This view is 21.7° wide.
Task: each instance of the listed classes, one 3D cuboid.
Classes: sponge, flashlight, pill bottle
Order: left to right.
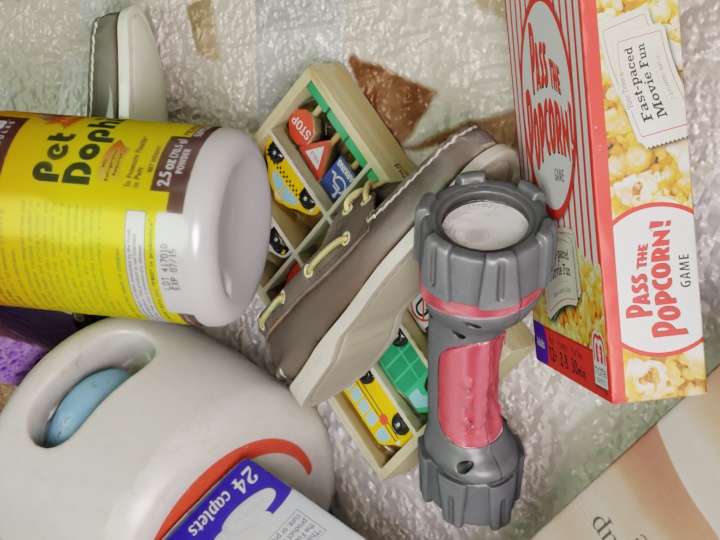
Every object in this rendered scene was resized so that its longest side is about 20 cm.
[{"bbox_3d":[-0.202,0.041,1.118,0.111,0.200,0.030,30,94,33],"label":"sponge"},{"bbox_3d":[-0.157,-0.031,1.040,0.199,0.109,0.110,5,102,16],"label":"pill bottle"},{"bbox_3d":[0.059,0.047,0.918,0.068,0.068,0.201,9,133,13],"label":"flashlight"}]

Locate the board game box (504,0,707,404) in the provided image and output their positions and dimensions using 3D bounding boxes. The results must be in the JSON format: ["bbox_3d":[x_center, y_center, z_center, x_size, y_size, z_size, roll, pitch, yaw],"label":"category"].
[{"bbox_3d":[0.110,-0.050,0.863,0.151,0.046,0.201,-152,56,-82],"label":"board game box"}]

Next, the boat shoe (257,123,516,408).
[{"bbox_3d":[0.008,-0.009,0.968,0.060,0.072,0.200,52,133,18],"label":"boat shoe"}]

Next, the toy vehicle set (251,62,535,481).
[{"bbox_3d":[0.000,0.000,1.040,0.200,0.026,0.124,56,128,20],"label":"toy vehicle set"}]

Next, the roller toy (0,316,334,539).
[{"bbox_3d":[-0.117,0.123,1.065,0.139,0.200,0.183,29,106,34],"label":"roller toy"}]

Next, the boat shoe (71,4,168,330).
[{"bbox_3d":[-0.149,-0.056,1.127,0.060,0.072,0.203,1,102,15],"label":"boat shoe"}]

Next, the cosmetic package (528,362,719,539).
[{"bbox_3d":[0.159,0.126,0.878,0.104,0.087,0.200,53,128,19],"label":"cosmetic package"}]

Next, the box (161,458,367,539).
[{"bbox_3d":[-0.005,0.228,0.979,0.200,0.105,0.184,30,154,34],"label":"box"}]
